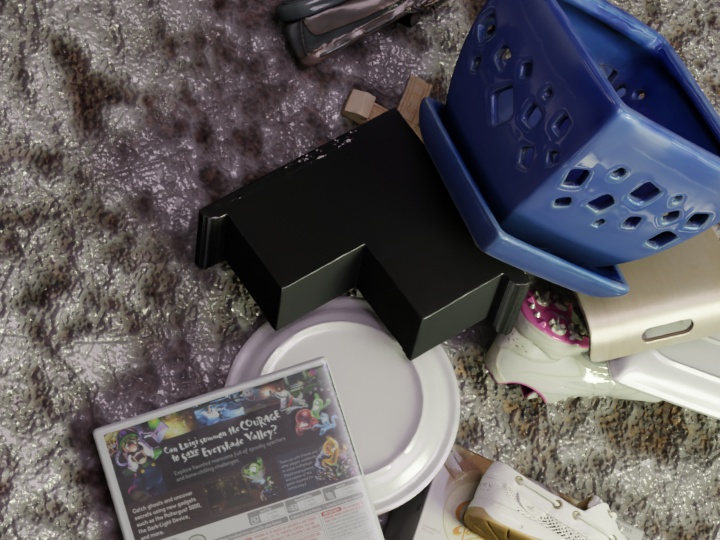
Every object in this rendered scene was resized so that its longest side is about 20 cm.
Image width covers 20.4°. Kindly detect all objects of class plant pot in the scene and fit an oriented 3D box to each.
[{"bbox_3d":[0.173,-0.103,1.634,0.200,0.180,0.200,19,34,-41],"label":"plant pot"}]

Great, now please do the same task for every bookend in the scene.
[{"bbox_3d":[0.000,0.000,1.660,0.198,0.092,0.200,-30,69,-21],"label":"bookend"}]

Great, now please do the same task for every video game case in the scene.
[{"bbox_3d":[-0.095,0.185,1.611,0.199,0.023,0.182,-18,83,-2],"label":"video game case"}]

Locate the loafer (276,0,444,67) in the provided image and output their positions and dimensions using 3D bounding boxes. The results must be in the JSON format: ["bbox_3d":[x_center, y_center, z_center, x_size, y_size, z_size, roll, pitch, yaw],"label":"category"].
[{"bbox_3d":[0.021,-0.238,1.798,0.200,0.072,0.063,-20,104,-19],"label":"loafer"}]

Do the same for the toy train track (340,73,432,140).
[{"bbox_3d":[0.078,-0.109,1.795,0.200,0.033,0.115,27,67,-14],"label":"toy train track"}]

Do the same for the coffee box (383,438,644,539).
[{"bbox_3d":[0.126,0.238,1.693,0.200,0.080,0.115,26,67,-14],"label":"coffee box"}]

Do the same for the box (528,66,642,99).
[{"bbox_3d":[0.188,-0.194,1.814,0.032,0.121,0.200,-23,85,-25],"label":"box"}]

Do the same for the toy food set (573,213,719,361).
[{"bbox_3d":[0.234,-0.017,1.757,0.143,0.060,0.200,-12,55,-13],"label":"toy food set"}]

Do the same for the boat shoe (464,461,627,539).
[{"bbox_3d":[0.185,0.216,1.638,0.200,0.071,0.069,28,68,-12],"label":"boat shoe"}]

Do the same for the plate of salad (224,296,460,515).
[{"bbox_3d":[-0.016,0.117,1.675,0.199,0.048,0.201,-1,65,2],"label":"plate of salad"}]

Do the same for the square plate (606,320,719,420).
[{"bbox_3d":[0.299,0.048,1.791,0.200,0.028,0.198,20,42,-21],"label":"square plate"}]

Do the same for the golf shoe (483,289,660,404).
[{"bbox_3d":[0.193,0.083,1.776,0.200,0.092,0.075,24,29,-34],"label":"golf shoe"}]
